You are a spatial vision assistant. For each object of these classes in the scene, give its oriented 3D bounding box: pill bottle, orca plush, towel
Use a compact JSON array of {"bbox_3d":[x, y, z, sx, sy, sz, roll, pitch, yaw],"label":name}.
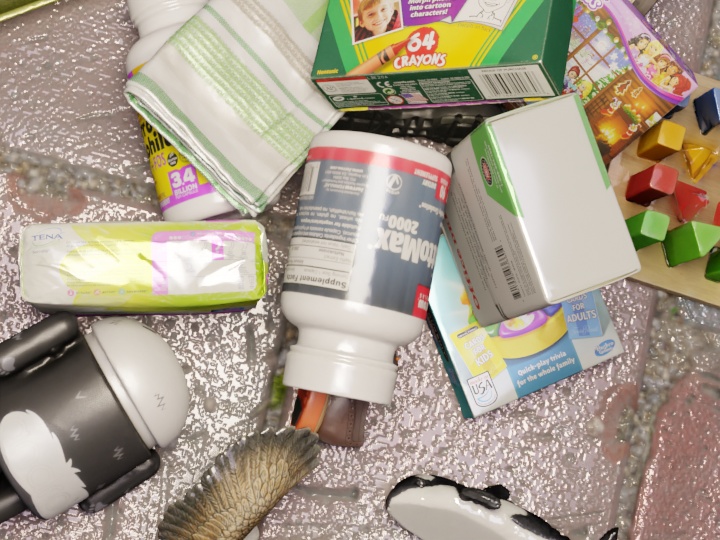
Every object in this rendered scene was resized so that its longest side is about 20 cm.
[{"bbox_3d":[-0.140,-0.141,1.219,0.103,0.104,0.203,-14,86,-9],"label":"pill bottle"},{"bbox_3d":[0.125,0.207,1.237,0.197,0.106,0.072,6,42,16],"label":"orca plush"},{"bbox_3d":[0.000,0.000,1.142,0.118,0.120,0.203,11,86,-7],"label":"pill bottle"},{"bbox_3d":[-0.079,-0.162,1.172,0.149,0.031,0.200,44,65,-8],"label":"towel"}]

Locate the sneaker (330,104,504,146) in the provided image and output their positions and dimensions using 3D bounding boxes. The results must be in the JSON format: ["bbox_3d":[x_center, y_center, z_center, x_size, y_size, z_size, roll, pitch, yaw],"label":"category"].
[{"bbox_3d":[0.028,-0.158,1.270,0.197,0.076,0.080,2,68,-12],"label":"sneaker"}]

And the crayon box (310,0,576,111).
[{"bbox_3d":[0.072,-0.220,1.143,0.197,0.058,0.175,0,66,27],"label":"crayon box"}]

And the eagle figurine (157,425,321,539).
[{"bbox_3d":[-0.101,0.234,1.167,0.151,0.199,0.152,39,35,-34],"label":"eagle figurine"}]

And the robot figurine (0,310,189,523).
[{"bbox_3d":[-0.237,0.122,1.172,0.198,0.151,0.126,-31,72,-9],"label":"robot figurine"}]

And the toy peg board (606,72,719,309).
[{"bbox_3d":[0.326,-0.077,1.281,0.197,0.098,0.202,17,83,-6],"label":"toy peg board"}]

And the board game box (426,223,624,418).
[{"bbox_3d":[0.126,0.009,1.270,0.149,0.047,0.202,-22,88,-10],"label":"board game box"}]

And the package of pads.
[{"bbox_3d":[-0.176,0.001,1.174,0.197,0.154,0.069,-1,84,-8],"label":"package of pads"}]

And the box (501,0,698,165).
[{"bbox_3d":[0.175,-0.189,1.234,0.200,0.039,0.137,43,112,-14],"label":"box"}]

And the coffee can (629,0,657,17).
[{"bbox_3d":[0.195,-0.332,1.262,0.198,0.146,0.148,31,81,-4],"label":"coffee can"}]

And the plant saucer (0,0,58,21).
[{"bbox_3d":[-0.280,-0.328,1.246,0.198,0.048,0.202,-21,88,-10],"label":"plant saucer"}]

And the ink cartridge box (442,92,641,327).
[{"bbox_3d":[0.132,-0.043,1.152,0.083,0.200,0.148,-19,87,-12],"label":"ink cartridge box"}]

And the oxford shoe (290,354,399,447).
[{"bbox_3d":[0.003,0.055,1.242,0.072,0.071,0.203,20,91,-12],"label":"oxford shoe"}]
